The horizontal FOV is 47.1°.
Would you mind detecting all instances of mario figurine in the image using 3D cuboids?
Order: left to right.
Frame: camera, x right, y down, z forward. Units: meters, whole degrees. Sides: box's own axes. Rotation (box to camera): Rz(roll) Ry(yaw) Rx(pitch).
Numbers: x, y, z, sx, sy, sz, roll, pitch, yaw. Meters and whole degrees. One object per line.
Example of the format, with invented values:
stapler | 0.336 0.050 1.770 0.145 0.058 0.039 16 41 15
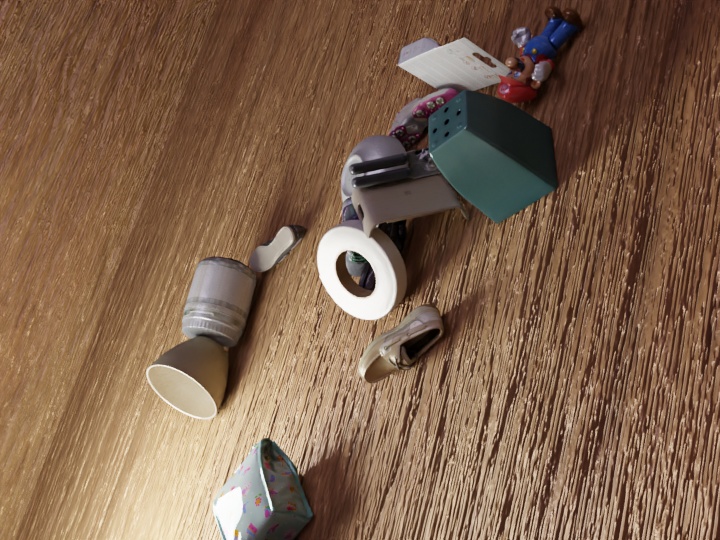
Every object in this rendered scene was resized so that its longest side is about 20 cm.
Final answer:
mario figurine | 0.314 -0.400 1.512 0.201 0.106 0.123 -55 -3 -2

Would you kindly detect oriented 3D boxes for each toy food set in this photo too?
toy food set | 0.092 -0.123 1.586 0.144 0.198 0.061 -110 10 -51

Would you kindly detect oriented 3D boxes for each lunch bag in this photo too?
lunch bag | -0.200 0.454 1.630 0.171 0.121 0.200 -53 38 18

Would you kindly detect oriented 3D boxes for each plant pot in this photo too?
plant pot | 0.218 -0.209 1.426 0.141 0.199 0.142 -31 43 39

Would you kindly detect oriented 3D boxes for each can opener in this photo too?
can opener | 0.074 -0.200 1.610 0.067 0.198 0.054 -151 49 -81

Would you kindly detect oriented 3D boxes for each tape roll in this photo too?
tape roll | 0.000 0.000 1.620 0.202 0.204 0.037 -25 7 46

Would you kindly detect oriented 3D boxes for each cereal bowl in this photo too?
cereal bowl | 0.016 -0.197 1.783 0.199 0.083 0.202 -23 63 55

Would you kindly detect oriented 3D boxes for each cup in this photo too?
cup | -0.406 0.248 2.047 0.199 0.200 0.144 -22 29 47

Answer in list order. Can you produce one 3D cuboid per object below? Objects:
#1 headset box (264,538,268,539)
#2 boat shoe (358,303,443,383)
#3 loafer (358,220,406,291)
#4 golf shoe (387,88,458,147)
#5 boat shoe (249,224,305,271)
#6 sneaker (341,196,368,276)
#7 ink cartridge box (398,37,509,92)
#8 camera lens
headset box | -0.129 0.577 1.473 0.199 0.077 0.150 -6 62 55
boat shoe | 0.073 0.146 1.504 0.200 0.072 0.065 -43 35 21
loafer | 0.061 -0.035 1.672 0.063 0.072 0.202 23 93 40
golf shoe | 0.134 -0.347 1.778 0.199 0.075 0.092 -28 42 42
boat shoe | -0.208 -0.054 2.094 0.200 0.057 0.067 -37 75 42
sneaker | -0.010 -0.049 1.684 0.088 0.074 0.201 -99 4 -48
ink cartridge box | 0.198 -0.417 1.650 0.199 0.162 0.058 -12 62 52
camera lens | -0.359 0.077 2.105 0.159 0.159 0.202 -17 53 50
